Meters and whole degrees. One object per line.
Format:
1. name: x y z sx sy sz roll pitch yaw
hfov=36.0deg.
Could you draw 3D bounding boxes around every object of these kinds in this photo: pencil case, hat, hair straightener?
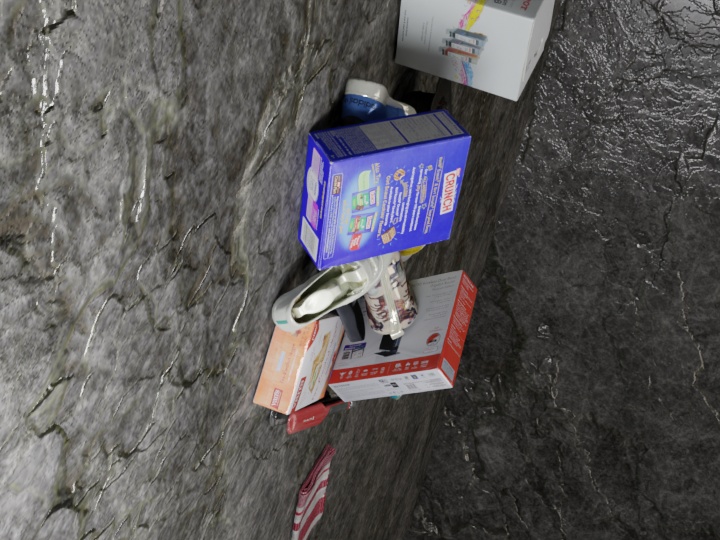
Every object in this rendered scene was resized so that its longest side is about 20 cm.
1. pencil case: 0.029 -0.003 1.586 0.090 0.077 0.202 -89 166 -57
2. hat: 0.093 -0.225 1.779 0.200 0.080 0.204 9 90 -78
3. hair straightener: -0.074 0.200 1.691 0.199 0.076 0.042 -17 118 -53

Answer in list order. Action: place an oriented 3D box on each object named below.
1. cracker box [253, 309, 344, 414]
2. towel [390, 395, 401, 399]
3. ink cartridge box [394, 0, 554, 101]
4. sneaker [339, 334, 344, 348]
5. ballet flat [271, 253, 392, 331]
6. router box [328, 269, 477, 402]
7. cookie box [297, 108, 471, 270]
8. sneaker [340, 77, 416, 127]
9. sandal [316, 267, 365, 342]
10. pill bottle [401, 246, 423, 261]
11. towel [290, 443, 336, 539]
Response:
1. cracker box: -0.081 0.121 1.577 0.200 0.057 0.136 -4 112 -76
2. towel: 0.042 0.099 1.828 0.201 0.021 0.148 59 40 -41
3. ink cartridge box: 0.169 -0.367 1.604 0.146 0.197 0.146 96 18 -48
4. sneaker: -0.023 0.146 1.799 0.200 0.088 0.080 -17 124 -76
5. ballet flat: -0.026 0.017 1.452 0.199 0.070 0.070 -35 155 -17
6. router box: 0.063 0.099 1.650 0.049 0.198 0.181 48 44 -34
7. cookie box: 0.029 -0.105 1.416 0.197 0.075 0.173 -13 135 -24
8. sneaker: 0.018 -0.182 1.498 0.200 0.076 0.113 16 88 -74
9. sandal: -0.021 0.020 1.584 0.201 0.042 0.077 65 18 -46
10. pill bottle: 0.070 -0.092 1.713 0.115 0.113 0.200 -64 -177 -27
11. towel: -0.094 0.448 2.112 0.144 0.022 0.202 -54 160 -52
